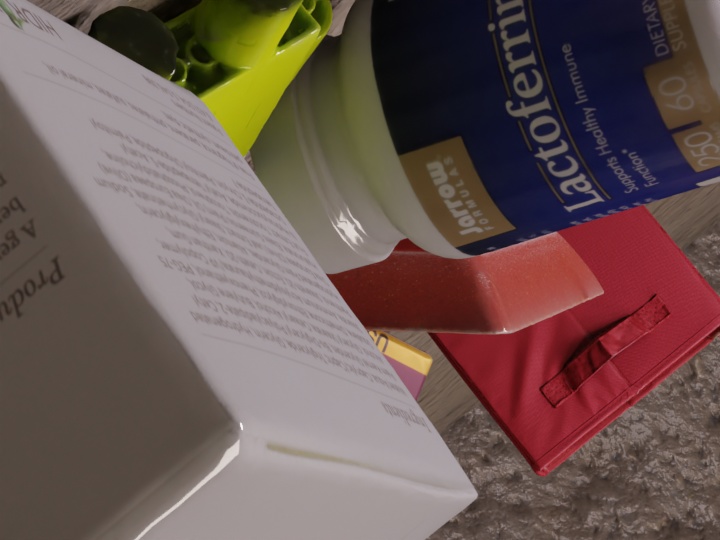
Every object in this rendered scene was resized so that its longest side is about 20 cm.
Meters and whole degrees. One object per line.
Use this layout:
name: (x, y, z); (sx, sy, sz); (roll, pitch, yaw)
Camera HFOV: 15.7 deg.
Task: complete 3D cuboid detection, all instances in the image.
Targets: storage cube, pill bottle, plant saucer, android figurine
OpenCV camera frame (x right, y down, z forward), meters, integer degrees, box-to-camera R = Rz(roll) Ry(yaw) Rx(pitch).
storage cube: (0.136, 0.020, 1.816); (0.171, 0.180, 0.200); (-39, 172, 1)
pill bottle: (0.062, -0.071, 1.008); (0.199, 0.116, 0.116); (-18, -179, 23)
plant saucer: (0.000, 0.000, 1.253); (0.199, 0.037, 0.199); (1, -175, 18)
android figurine: (-0.086, -0.041, 0.932); (0.182, 0.041, 0.200); (-35, 170, -32)

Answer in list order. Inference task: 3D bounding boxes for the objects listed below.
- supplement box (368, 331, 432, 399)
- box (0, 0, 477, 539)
supplement box: (-0.056, 0.115, 1.362); (0.110, 0.085, 0.201); (9, -106, 61)
box: (-0.111, 0.052, 0.751); (0.199, 0.172, 0.200); (-40, 159, 11)
